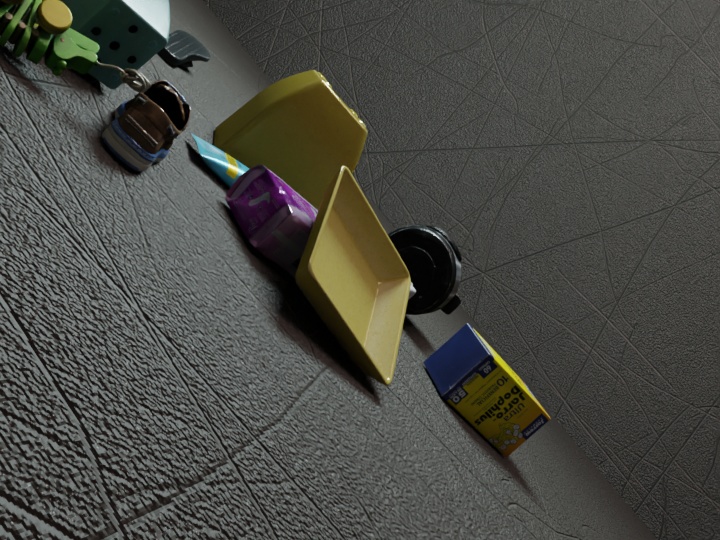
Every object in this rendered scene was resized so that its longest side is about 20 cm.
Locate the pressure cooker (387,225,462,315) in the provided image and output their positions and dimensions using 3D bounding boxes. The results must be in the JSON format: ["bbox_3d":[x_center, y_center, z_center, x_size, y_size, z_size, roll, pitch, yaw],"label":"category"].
[{"bbox_3d":[0.116,0.000,1.547,0.200,0.176,0.179,14,75,-77],"label":"pressure cooker"}]

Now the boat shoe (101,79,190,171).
[{"bbox_3d":[-0.217,-0.161,0.820,0.072,0.072,0.200,45,9,-23],"label":"boat shoe"}]

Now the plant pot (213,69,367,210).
[{"bbox_3d":[-0.102,-0.211,1.246,0.195,0.200,0.195,44,9,-22],"label":"plant pot"}]

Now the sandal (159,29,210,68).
[{"bbox_3d":[-0.352,-0.423,1.481,0.076,0.048,0.201,49,20,-5],"label":"sandal"}]

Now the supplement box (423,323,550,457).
[{"bbox_3d":[0.221,0.210,1.339,0.200,0.109,0.110,44,8,-28],"label":"supplement box"}]

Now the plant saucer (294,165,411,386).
[{"bbox_3d":[-0.011,0.008,0.938,0.201,0.048,0.201,58,30,-32],"label":"plant saucer"}]

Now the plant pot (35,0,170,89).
[{"bbox_3d":[-0.306,-0.321,0.877,0.201,0.141,0.141,61,13,28],"label":"plant pot"}]

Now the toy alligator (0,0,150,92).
[{"bbox_3d":[-0.286,-0.207,0.699,0.199,0.059,0.055,33,56,-30],"label":"toy alligator"}]

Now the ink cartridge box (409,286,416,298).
[{"bbox_3d":[0.000,0.000,1.217,0.145,0.084,0.200,51,9,13],"label":"ink cartridge box"}]

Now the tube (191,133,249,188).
[{"bbox_3d":[-0.158,-0.119,1.082,0.199,0.051,0.077,38,5,-32],"label":"tube"}]

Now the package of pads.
[{"bbox_3d":[-0.080,-0.043,1.009,0.200,0.076,0.121,40,11,-48],"label":"package of pads"}]
